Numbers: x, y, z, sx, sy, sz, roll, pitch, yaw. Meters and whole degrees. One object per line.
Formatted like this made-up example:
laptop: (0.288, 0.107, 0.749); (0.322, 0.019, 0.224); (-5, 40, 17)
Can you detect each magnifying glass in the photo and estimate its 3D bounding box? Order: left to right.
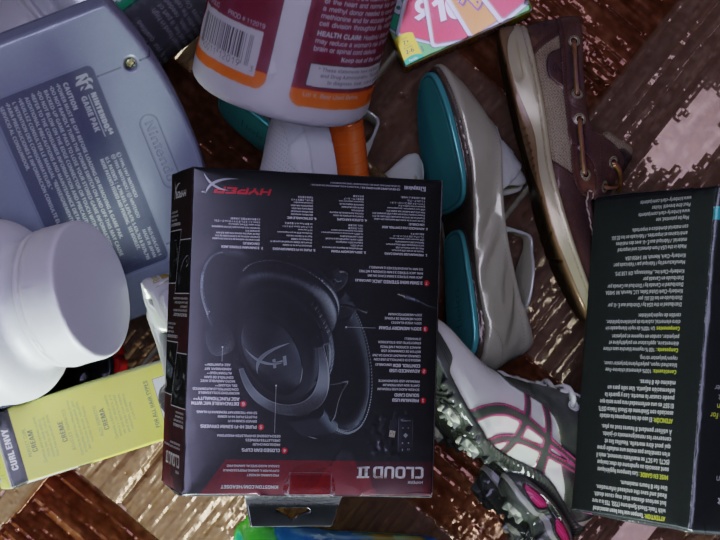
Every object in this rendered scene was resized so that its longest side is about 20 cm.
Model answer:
magnifying glass: (0.000, 0.000, 1.138); (0.079, 0.022, 0.202); (4, 115, 24)

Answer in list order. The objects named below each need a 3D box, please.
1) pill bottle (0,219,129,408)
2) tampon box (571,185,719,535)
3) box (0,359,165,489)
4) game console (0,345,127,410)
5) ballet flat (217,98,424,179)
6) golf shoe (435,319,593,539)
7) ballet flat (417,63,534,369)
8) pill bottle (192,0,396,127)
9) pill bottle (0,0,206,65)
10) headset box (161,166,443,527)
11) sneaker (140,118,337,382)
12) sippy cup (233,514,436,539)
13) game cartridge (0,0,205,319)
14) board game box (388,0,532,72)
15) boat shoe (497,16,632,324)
pill bottle: (-0.243, 0.032, 1.073); (0.198, 0.111, 0.112); (-13, 86, 23)
tampon box: (0.230, 0.059, 1.104); (0.148, 0.126, 0.203); (8, 86, -27)
box: (-0.135, 0.085, 1.126); (0.198, 0.075, 0.051); (-17, 88, -18)
game console: (-0.264, 0.028, 1.177); (0.198, 0.031, 0.179); (-15, 83, -2)
ballet flat: (-0.005, -0.068, 1.172); (0.200, 0.068, 0.072); (45, 68, 6)
golf shoe: (0.090, 0.090, 1.132); (0.088, 0.077, 0.201); (-43, 119, -13)
ballet flat: (0.080, -0.035, 1.170); (0.069, 0.069, 0.203); (-6, 89, -1)
pill bottle: (-0.026, -0.198, 1.061); (0.113, 0.114, 0.202); (16, 110, 1)
pill bottle: (-0.142, -0.192, 1.146); (0.200, 0.113, 0.113); (-40, 88, -3)
headset box: (-0.035, 0.046, 1.021); (0.147, 0.077, 0.203); (1, 90, -15)
sneaker: (-0.075, -0.008, 1.083); (0.114, 0.074, 0.203); (3, 79, -17)
sippy cup: (-0.009, 0.221, 1.121); (0.129, 0.140, 0.179); (-4, 125, -11)
game cartridge: (-0.166, -0.063, 1.110); (0.132, 0.042, 0.202); (-22, 116, -5)
board game box: (0.032, -0.245, 1.195); (0.095, 0.030, 0.202); (-23, 85, -2)
boat shoe: (0.144, -0.069, 1.165); (0.071, 0.072, 0.202); (-14, 81, 0)
